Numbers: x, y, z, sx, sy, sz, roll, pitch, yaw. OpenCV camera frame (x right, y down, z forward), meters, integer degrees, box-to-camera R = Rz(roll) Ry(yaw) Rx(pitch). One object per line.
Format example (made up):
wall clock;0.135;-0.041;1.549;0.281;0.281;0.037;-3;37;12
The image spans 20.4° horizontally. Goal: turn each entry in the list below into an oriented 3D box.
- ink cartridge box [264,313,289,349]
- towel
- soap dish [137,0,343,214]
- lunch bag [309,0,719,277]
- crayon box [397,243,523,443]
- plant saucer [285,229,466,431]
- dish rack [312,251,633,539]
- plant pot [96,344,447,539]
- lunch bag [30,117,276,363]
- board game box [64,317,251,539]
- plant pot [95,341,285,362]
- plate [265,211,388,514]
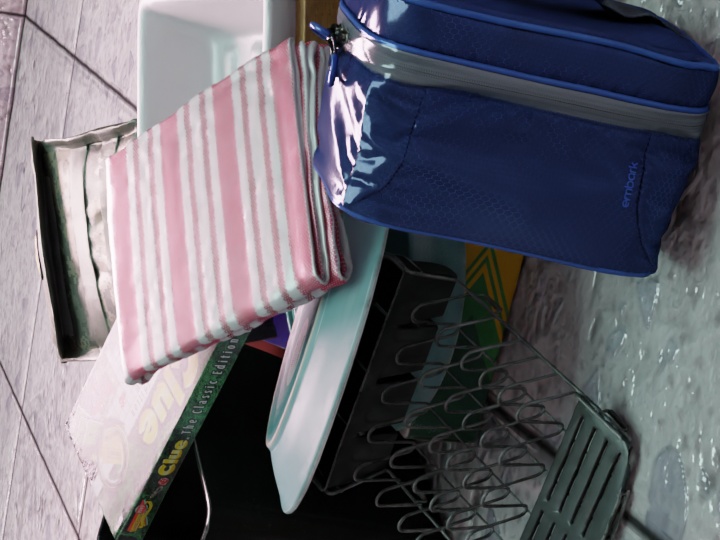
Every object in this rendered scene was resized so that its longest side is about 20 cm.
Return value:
ink cartridge box;-0.030;-0.047;1.386;0.201;0.043;0.199;-96;20;-44
towel;-0.079;-0.029;1.130;0.199;0.030;0.147;-27;61;44
soap dish;-0.067;-0.106;1.236;0.200;0.081;0.159;7;97;60
lunch bag;0.068;-0.090;0.992;0.136;0.198;0.133;-121;44;-69
crayon box;0.054;-0.011;1.236;0.126;0.051;0.201;-125;44;-63
plant saucer;0.000;0.000;1.229;0.200;0.027;0.202;-2;88;60
dish rack;0.060;0.100;1.092;0.200;0.054;0.154;44;126;40
plant pot;-0.056;0.179;1.294;0.200;0.176;0.201;-110;36;-54
lunch bag;-0.168;-0.021;1.419;0.199;0.117;0.165;-7;91;47
board game box;-0.120;0.056;1.207;0.105;0.023;0.201;55;127;40
plant pot;-0.137;0.019;1.601;0.200;0.199;0.179;-135;44;-66
plate;-0.023;0.037;1.127;0.200;0.025;0.202;-163;90;-84
